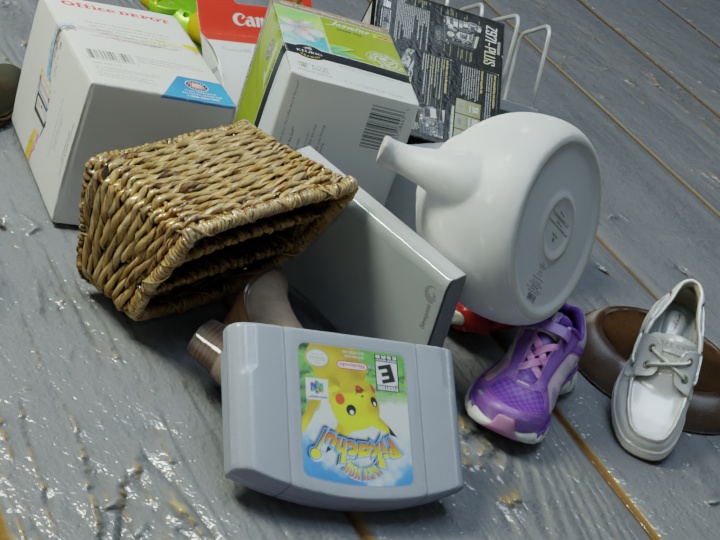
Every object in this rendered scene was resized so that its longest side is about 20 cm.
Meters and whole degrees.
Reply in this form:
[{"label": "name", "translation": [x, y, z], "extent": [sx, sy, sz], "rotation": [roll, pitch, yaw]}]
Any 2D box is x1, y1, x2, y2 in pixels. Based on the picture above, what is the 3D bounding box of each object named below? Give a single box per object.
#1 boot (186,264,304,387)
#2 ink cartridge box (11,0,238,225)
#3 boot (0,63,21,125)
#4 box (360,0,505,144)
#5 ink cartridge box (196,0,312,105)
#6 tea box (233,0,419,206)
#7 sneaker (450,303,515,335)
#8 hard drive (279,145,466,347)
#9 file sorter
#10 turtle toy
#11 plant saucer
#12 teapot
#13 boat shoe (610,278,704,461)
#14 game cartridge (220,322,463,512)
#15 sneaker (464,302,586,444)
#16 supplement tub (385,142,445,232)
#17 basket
[{"label": "boot", "translation": [-0.053, 0.075, 1.305], "extent": [0.145, 0.071, 0.200], "rotation": [32, 28, 7]}, {"label": "ink cartridge box", "translation": [-0.231, -0.149, 1.496], "extent": [0.146, 0.146, 0.200], "rotation": [6, 29, -29]}, {"label": "boot", "translation": [-0.373, -0.194, 1.531], "extent": [0.074, 0.098, 0.200], "rotation": [25, 26, 8]}, {"label": "box", "translation": [0.073, -0.205, 1.805], "extent": [0.162, 0.086, 0.202], "rotation": [14, 58, -13]}, {"label": "ink cartridge box", "translation": [-0.097, -0.228, 1.722], "extent": [0.161, 0.203, 0.057], "rotation": [0, -6, -37]}, {"label": "tea box", "translation": [-0.048, -0.128, 1.531], "extent": [0.132, 0.202, 0.197], "rotation": [12, 28, -17]}, {"label": "sneaker", "translation": [0.158, 0.025, 1.528], "extent": [0.199, 0.078, 0.084], "rotation": [-21, 30, -40]}, {"label": "hard drive", "translation": [0.000, 0.000, 1.387], "extent": [0.027, 0.133, 0.200], "rotation": [-22, 51, -41]}, {"label": "file sorter", "translation": [0.124, -0.271, 1.972], "extent": [0.197, 0.126, 0.139], "rotation": [15, 0, -13]}, {"label": "turtle toy", "translation": [-0.198, -0.262, 1.789], "extent": [0.198, 0.102, 0.145], "rotation": [-5, 30, -41]}, {"label": "plant saucer", "translation": [0.301, 0.090, 1.573], "extent": [0.198, 0.032, 0.201], "rotation": [18, 26, -9]}, {"label": "teapot", "translation": [0.116, -0.053, 1.398], "extent": [0.145, 0.202, 0.197], "rotation": [16, 37, 33]}, {"label": "boat shoe", "translation": [0.282, 0.085, 1.467], "extent": [0.070, 0.070, 0.201], "rotation": [20, 48, 2]}, {"label": "game cartridge", "translation": [-0.011, 0.116, 1.205], "extent": [0.198, 0.040, 0.135], "rotation": [8, 68, -27]}, {"label": "sneaker", "translation": [0.156, 0.082, 1.412], "extent": [0.080, 0.089, 0.200], "rotation": [28, 28, 11]}, {"label": "supplement tub", "translation": [0.108, -0.066, 1.613], "extent": [0.199, 0.133, 0.132], "rotation": [-9, 38, -46]}, {"label": "basket", "translation": [-0.123, -0.024, 1.333], "extent": [0.148, 0.144, 0.199], "rotation": [30, 33, 33]}]
